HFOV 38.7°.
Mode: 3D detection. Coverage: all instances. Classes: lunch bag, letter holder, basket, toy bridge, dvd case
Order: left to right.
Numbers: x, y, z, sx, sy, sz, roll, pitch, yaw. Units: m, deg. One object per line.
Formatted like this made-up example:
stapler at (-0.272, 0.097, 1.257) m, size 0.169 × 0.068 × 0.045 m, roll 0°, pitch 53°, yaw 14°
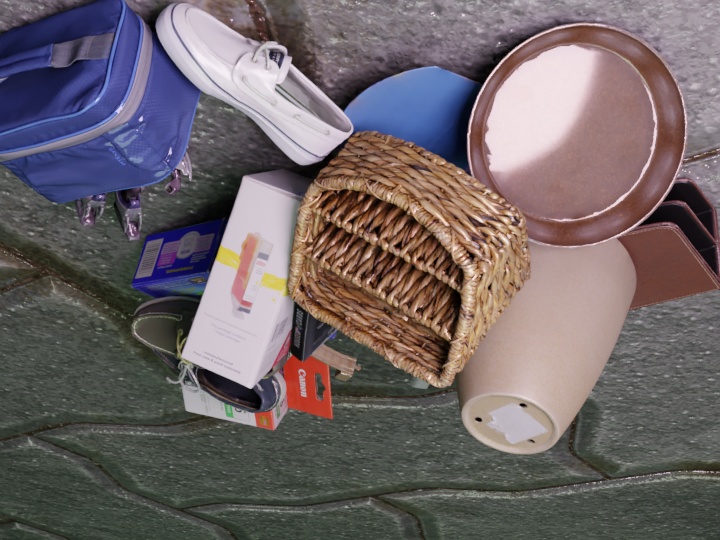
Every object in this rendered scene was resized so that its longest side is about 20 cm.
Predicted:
lunch bag at (-0.262, -0.156, 0.928) m, size 0.199 × 0.136 × 0.132 m, roll -9°, pitch 147°, yaw 27°
toy bridge at (-0.092, 0.089, 1.253) m, size 0.199 × 0.027 × 0.067 m, roll 19°, pitch 159°, yaw -10°
dvd case at (0.000, 0.000, 1.128) m, size 0.025 × 0.200 × 0.150 m, roll 38°, pitch 154°, yaw 15°
basket at (0.033, -0.017, 0.922) m, size 0.200 × 0.149 × 0.143 m, roll 31°, pitch 159°, yaw 27°
letter holder at (0.264, -0.031, 1.105) m, size 0.200 × 0.101 × 0.142 m, roll -17°, pitch 142°, yaw 34°

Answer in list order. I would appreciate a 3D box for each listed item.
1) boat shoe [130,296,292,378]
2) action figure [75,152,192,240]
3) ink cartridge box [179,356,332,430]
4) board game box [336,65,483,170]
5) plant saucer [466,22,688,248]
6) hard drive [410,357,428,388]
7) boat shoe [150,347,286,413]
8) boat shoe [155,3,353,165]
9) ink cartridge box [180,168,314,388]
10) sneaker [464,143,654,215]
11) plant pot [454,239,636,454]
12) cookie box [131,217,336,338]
boat shoe at (-0.180, 0.080, 1.199) m, size 0.201 × 0.060 × 0.072 m, roll 10°, pitch 117°, yaw 10°
action figure at (-0.248, -0.100, 1.087) m, size 0.130 × 0.070 × 0.200 m, roll 3°, pitch 159°, yaw -23°
ink cartridge box at (-0.139, 0.149, 1.343) m, size 0.199 × 0.050 × 0.109 m, roll 10°, pitch 125°, yaw 19°
board game box at (0.076, -0.146, 0.995) m, size 0.200 × 0.039 × 0.158 m, roll 14°, pitch 146°, yaw -27°
plant saucer at (0.191, -0.120, 0.920) m, size 0.200 × 0.201 × 0.034 m, roll 10°, pitch -166°, yaw -8°
hard drive at (0.094, 0.043, 1.229) m, size 0.026 × 0.132 × 0.200 m, roll 8°, pitch 151°, yaw -7°
boat shoe at (-0.189, 0.120, 1.278) m, size 0.200 × 0.075 × 0.062 m, roll 31°, pitch -161°, yaw 14°
boat shoe at (-0.087, -0.177, 0.919) m, size 0.067 × 0.074 × 0.200 m, roll -26°, pitch 131°, yaw 37°
ink cartridge box at (-0.098, 0.001, 1.069) m, size 0.083 × 0.200 × 0.145 m, roll 23°, pitch -167°, yaw 7°
sneaker at (0.192, -0.092, 1.004) m, size 0.199 × 0.079 × 0.095 m, roll -18°, pitch 164°, yaw 3°
plant pot at (0.166, 0.072, 1.010) m, size 0.187 × 0.200 × 0.188 m, roll 12°, pitch 138°, yaw 11°
cookie box at (-0.147, 0.020, 1.256) m, size 0.200 × 0.075 × 0.171 m, roll 31°, pitch 154°, yaw -37°
